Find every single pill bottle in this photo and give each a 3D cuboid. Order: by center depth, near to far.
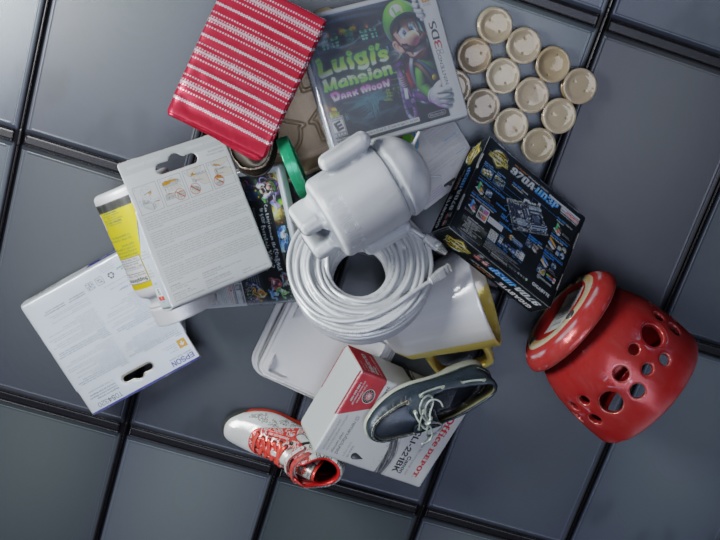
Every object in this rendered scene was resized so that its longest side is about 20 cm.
[{"bbox_3d":[-0.283,-0.032,1.341,0.113,0.114,0.202,-21,101,6],"label":"pill bottle"}]

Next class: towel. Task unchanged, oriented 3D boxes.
[{"bbox_3d":[-0.146,-0.258,1.223,0.144,0.022,0.202,25,91,1],"label":"towel"}]

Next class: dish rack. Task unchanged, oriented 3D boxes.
[{"bbox_3d":[-0.051,0.124,1.446,0.198,0.044,0.173,25,104,-9],"label":"dish rack"}]

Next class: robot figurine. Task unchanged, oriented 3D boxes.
[{"bbox_3d":[0.008,-0.097,1.227,0.199,0.113,0.170,-33,130,-4],"label":"robot figurine"}]

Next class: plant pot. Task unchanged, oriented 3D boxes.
[{"bbox_3d":[0.350,0.116,1.375,0.182,0.201,0.201,39,103,-3],"label":"plant pot"}]

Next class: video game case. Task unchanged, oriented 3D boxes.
[{"bbox_3d":[0.029,-0.268,1.274,0.198,0.023,0.184,-17,93,-13],"label":"video game case"},{"bbox_3d":[-0.172,-0.046,1.373,0.180,0.023,0.202,-5,108,21],"label":"video game case"}]

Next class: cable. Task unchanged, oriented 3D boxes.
[{"bbox_3d":[0.000,0.000,1.302,0.200,0.069,0.200,-43,73,-14],"label":"cable"}]

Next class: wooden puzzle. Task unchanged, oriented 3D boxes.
[{"bbox_3d":[-0.087,-0.239,1.333,0.184,0.046,0.202,-21,102,5],"label":"wooden puzzle"}]

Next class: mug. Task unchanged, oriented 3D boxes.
[{"bbox_3d":[0.116,0.075,1.382,0.152,0.149,0.188,-19,92,13],"label":"mug"}]

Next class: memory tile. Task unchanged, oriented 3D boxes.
[{"bbox_3d":[0.219,-0.259,1.335,0.199,0.017,0.154,32,97,-9],"label":"memory tile"}]

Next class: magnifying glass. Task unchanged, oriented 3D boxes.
[{"bbox_3d":[-0.075,-0.112,1.313,0.022,0.080,0.200,-22,149,0],"label":"magnifying glass"}]

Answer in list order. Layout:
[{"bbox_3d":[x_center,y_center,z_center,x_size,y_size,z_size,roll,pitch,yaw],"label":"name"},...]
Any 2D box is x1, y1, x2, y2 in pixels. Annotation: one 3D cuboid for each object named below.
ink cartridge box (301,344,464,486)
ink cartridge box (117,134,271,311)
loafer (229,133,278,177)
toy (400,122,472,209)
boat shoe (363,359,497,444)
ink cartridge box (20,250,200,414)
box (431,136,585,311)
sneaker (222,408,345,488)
[{"bbox_3d":[0.035,0.220,1.424,0.199,0.084,0.145,24,104,-28],"label":"ink cartridge box"},{"bbox_3d":[-0.228,-0.067,1.290,0.161,0.050,0.202,-23,93,-30],"label":"ink cartridge box"},{"bbox_3d":[-0.154,-0.225,1.272,0.072,0.071,0.202,-4,98,4],"label":"loafer"},{"bbox_3d":[0.071,-0.198,1.335,0.115,0.047,0.201,-36,103,-22],"label":"toy"},{"bbox_3d":[0.101,0.195,1.353,0.198,0.062,0.076,-21,118,-12],"label":"boat shoe"},{"bbox_3d":[-0.369,0.086,1.429,0.195,0.043,0.201,-27,107,5],"label":"ink cartridge box"},{"bbox_3d":[0.210,-0.063,1.331,0.199,0.046,0.160,36,64,-20],"label":"box"},{"bbox_3d":[-0.117,0.272,1.456,0.199,0.108,0.068,14,107,-5],"label":"sneaker"}]
